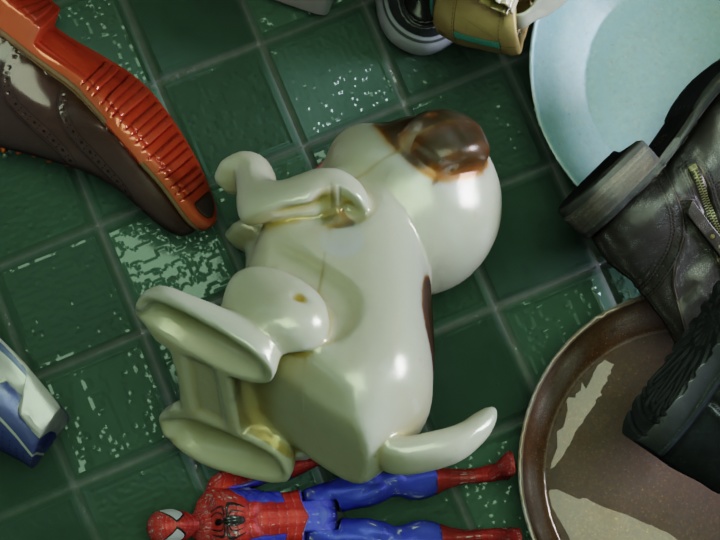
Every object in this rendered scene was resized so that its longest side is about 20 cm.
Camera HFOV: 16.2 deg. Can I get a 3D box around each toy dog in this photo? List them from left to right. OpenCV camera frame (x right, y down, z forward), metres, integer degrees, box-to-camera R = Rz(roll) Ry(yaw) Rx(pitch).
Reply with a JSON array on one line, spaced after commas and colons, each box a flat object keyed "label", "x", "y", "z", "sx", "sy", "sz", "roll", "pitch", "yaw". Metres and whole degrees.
[{"label": "toy dog", "x": 0.000, "y": 0.000, "z": 1.317, "sx": 0.193, "sy": 0.140, "sz": 0.201, "roll": 14, "pitch": 54, "yaw": 26}]

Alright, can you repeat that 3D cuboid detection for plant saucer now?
[{"label": "plant saucer", "x": 0.181, "y": 0.112, "z": 1.377, "sx": 0.198, "sy": 0.034, "sz": 0.202, "roll": 1, "pitch": 79, "yaw": -7}, {"label": "plant saucer", "x": 0.189, "y": -0.108, "z": 1.417, "sx": 0.199, "sy": 0.039, "sz": 0.203, "roll": 1, "pitch": 80, "yaw": -6}]

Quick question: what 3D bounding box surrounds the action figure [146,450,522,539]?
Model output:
[{"label": "action figure", "x": -0.015, "y": 0.130, "z": 1.347, "sx": 0.198, "sy": 0.052, "sz": 0.066, "roll": -5, "pitch": 84, "yaw": -5}]

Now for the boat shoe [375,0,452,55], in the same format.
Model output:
[{"label": "boat shoe", "x": 0.066, "y": -0.216, "z": 1.415, "sx": 0.068, "sy": 0.057, "sz": 0.201, "roll": 27, "pitch": 77, "yaw": -1}]

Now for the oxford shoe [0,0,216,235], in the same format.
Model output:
[{"label": "oxford shoe", "x": -0.161, "y": -0.084, "z": 1.371, "sx": 0.200, "sy": 0.071, "sz": 0.073, "roll": 45, "pitch": 107, "yaw": 0}]

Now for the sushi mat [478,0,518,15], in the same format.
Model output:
[{"label": "sushi mat", "x": 0.075, "y": -0.241, "z": 1.340, "sx": 0.095, "sy": 0.012, "sz": 0.201, "roll": 31, "pitch": 67, "yaw": -23}]

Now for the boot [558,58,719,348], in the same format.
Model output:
[{"label": "boot", "x": 0.220, "y": -0.021, "z": 1.357, "sx": 0.200, "sy": 0.069, "sz": 0.174, "roll": -41, "pitch": 93, "yaw": -1}]

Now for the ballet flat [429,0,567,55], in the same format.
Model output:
[{"label": "ballet flat", "x": 0.116, "y": -0.193, "z": 1.383, "sx": 0.063, "sy": 0.069, "sz": 0.200, "roll": 28, "pitch": 71, "yaw": 27}]

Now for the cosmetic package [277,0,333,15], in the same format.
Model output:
[{"label": "cosmetic package", "x": -0.060, "y": -0.261, "z": 1.336, "sx": 0.164, "sy": 0.200, "sz": 0.166, "roll": 21, "pitch": 78, "yaw": -1}]

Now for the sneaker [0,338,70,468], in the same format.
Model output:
[{"label": "sneaker", "x": -0.256, "y": 0.057, "z": 1.324, "sx": 0.199, "sy": 0.081, "sz": 0.115, "roll": 36, "pitch": 81, "yaw": 9}]

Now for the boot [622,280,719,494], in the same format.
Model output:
[{"label": "boot", "x": 0.261, "y": 0.076, "z": 1.307, "sx": 0.199, "sy": 0.066, "sz": 0.165, "roll": 34, "pitch": 107, "yaw": -14}]
